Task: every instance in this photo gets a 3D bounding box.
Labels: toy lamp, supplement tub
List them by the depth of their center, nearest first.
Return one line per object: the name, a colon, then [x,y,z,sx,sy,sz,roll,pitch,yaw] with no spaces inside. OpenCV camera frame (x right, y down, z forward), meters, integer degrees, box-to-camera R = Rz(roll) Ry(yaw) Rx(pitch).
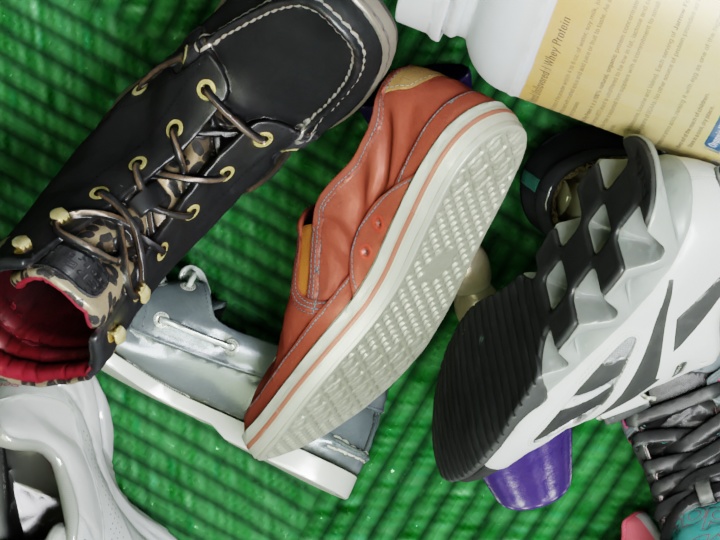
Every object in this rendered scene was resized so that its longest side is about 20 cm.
supplement tub: [0.126,-0.119,0.804,0.199,0.145,0.145,20,115,1]
toy lamp: [0.052,0.011,0.921,0.058,0.058,0.201,-12,111,15]

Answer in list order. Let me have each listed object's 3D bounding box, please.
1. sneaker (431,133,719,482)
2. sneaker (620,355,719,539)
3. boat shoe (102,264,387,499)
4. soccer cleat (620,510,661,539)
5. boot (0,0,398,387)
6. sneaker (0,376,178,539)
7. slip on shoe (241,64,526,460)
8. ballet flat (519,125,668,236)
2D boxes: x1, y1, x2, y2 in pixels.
sneaker: [0.100,0.031,0.842,0.088,0.074,0.200,13,141,-25]
sneaker: [0.151,0.097,0.903,0.083,0.121,0.201,-27,104,19]
boat shoe: [-0.080,0.032,0.959,0.199,0.073,0.062,30,83,1]
soccer cleat: [0.068,0.181,0.994,0.199,0.067,0.077,-25,75,25]
boot: [-0.078,-0.036,0.837,0.073,0.151,0.200,46,143,-16]
sneaker: [-0.137,0.139,0.985,0.078,0.099,0.201,-22,107,18]
slip on shoe: [0.000,0.000,0.872,0.061,0.074,0.201,44,125,24]
ballet flat: [0.164,-0.019,0.877,0.199,0.073,0.073,10,114,7]
